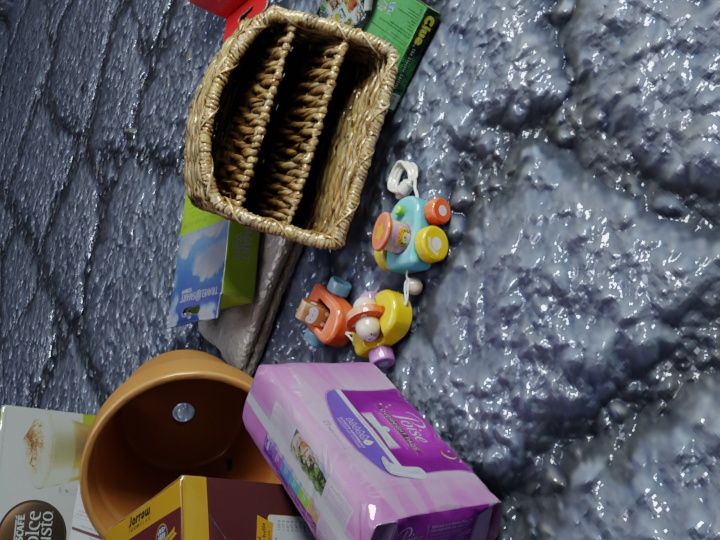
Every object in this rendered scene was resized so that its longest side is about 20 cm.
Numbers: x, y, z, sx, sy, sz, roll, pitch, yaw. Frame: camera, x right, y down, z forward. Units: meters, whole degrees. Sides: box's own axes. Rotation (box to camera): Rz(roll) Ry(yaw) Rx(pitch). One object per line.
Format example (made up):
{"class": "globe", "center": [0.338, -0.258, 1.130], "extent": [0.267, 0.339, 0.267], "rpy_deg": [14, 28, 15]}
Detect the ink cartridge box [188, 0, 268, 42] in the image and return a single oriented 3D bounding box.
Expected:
{"class": "ink cartridge box", "center": [-0.171, -0.425, 1.163], "extent": [0.115, 0.067, 0.204], "rpy_deg": [-20, 62, 48]}

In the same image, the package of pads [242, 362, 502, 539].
{"class": "package of pads", "center": [0.003, 0.146, 0.658], "extent": [0.200, 0.119, 0.077], "rpy_deg": [43, 123, 48]}

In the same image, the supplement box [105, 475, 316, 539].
{"class": "supplement box", "center": [-0.077, 0.281, 0.661], "extent": [0.132, 0.198, 0.200], "rpy_deg": [-38, 49, 40]}

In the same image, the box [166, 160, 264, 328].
{"class": "box", "center": [-0.158, -0.037, 0.962], "extent": [0.121, 0.047, 0.204], "rpy_deg": [-14, 67, 51]}

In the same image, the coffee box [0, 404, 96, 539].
{"class": "coffee box", "center": [-0.400, 0.303, 1.103], "extent": [0.199, 0.195, 0.203], "rpy_deg": [-29, 55, 45]}

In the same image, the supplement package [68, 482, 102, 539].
{"class": "supplement package", "center": [-0.253, 0.316, 0.964], "extent": [0.116, 0.116, 0.204], "rpy_deg": [-11, 70, 52]}

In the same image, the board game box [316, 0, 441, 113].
{"class": "board game box", "center": [0.006, -0.248, 0.892], "extent": [0.106, 0.023, 0.200], "rpy_deg": [-60, 38, 19]}

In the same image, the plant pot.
{"class": "plant pot", "center": [-0.173, 0.169, 0.861], "extent": [0.203, 0.197, 0.140], "rpy_deg": [-68, 20, 9]}

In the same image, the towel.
{"class": "towel", "center": [-0.122, 0.004, 0.968], "extent": [0.132, 0.034, 0.203], "rpy_deg": [33, 105, 54]}

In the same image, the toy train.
{"class": "toy train", "center": [0.000, 0.000, 0.782], "extent": [0.202, 0.055, 0.150], "rpy_deg": [-62, 37, 18]}

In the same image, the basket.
{"class": "basket", "center": [-0.074, -0.137, 0.809], "extent": [0.148, 0.141, 0.203], "rpy_deg": [17, 88, 60]}
